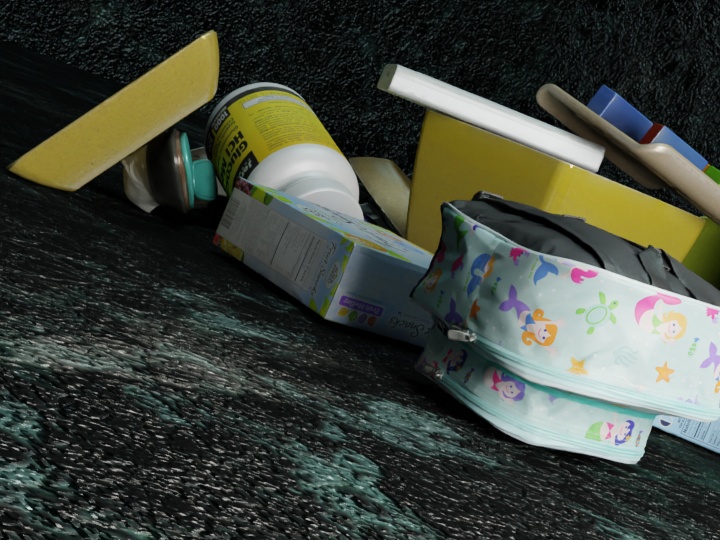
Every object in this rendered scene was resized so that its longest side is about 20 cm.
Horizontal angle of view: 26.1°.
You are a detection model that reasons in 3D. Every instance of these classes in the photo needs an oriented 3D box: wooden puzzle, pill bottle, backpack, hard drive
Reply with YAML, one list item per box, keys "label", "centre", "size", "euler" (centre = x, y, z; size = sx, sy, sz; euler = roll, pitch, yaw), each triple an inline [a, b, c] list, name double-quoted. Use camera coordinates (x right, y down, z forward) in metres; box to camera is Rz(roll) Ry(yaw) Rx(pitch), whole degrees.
- label: "wooden puzzle"
  centre: [0.271, -0.101, 1.389]
  size: [0.185, 0.046, 0.200]
  euler: [32, 5, -31]
- label: "pill bottle"
  centre: [-0.068, -0.085, 1.431]
  size: [0.112, 0.113, 0.200]
  euler: [18, 22, -30]
- label: "backpack"
  centre: [0.138, 0.038, 0.987]
  size: [0.177, 0.151, 0.200]
  euler: [16, 1, -29]
- label: "hard drive"
  centre: [0.116, -0.141, 1.423]
  size: [0.199, 0.026, 0.132]
  euler: [21, 6, -6]

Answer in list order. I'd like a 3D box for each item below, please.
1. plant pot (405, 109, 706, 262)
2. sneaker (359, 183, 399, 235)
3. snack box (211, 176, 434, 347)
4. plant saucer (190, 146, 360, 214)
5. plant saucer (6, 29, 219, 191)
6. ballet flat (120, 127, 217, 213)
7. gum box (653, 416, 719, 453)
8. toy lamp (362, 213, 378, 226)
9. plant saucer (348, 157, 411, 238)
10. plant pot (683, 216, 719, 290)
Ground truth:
- label: "plant pot"
  centre: [0.154, -0.015, 1.409]
  size: [0.200, 0.177, 0.200]
  euler: [17, 7, -40]
- label: "sneaker"
  centre: [0.041, -0.070, 2.032]
  size: [0.200, 0.074, 0.081]
  euler: [22, 2, -13]
- label: "snack box"
  centre: [0.000, 0.000, 1.243]
  size: [0.168, 0.068, 0.200]
  euler: [18, 6, -34]
- label: "plant saucer"
  centre: [-0.100, -0.090, 1.608]
  size: [0.200, 0.032, 0.200]
  euler: [3, 20, -1]
- label: "plant saucer"
  centre: [-0.196, -0.130, 1.331]
  size: [0.049, 0.200, 0.200]
  euler: [57, 1, -9]
- label: "ballet flat"
  centre: [-0.170, -0.078, 1.368]
  size: [0.068, 0.068, 0.200]
  euler: [-8, -6, 1]
- label: "gum box"
  centre: [0.337, 0.137, 1.340]
  size: [0.200, 0.045, 0.170]
  euler: [23, 6, 1]
- label: "toy lamp"
  centre: [-0.018, -0.039, 1.608]
  size: [0.058, 0.058, 0.200]
  euler: [20, 5, -15]
- label: "plant saucer"
  centre: [0.063, -0.048, 1.614]
  size: [0.200, 0.035, 0.200]
  euler: [51, 6, -7]
- label: "plant pot"
  centre: [0.432, 0.068, 1.819]
  size: [0.200, 0.187, 0.187]
  euler: [36, -2, -31]
